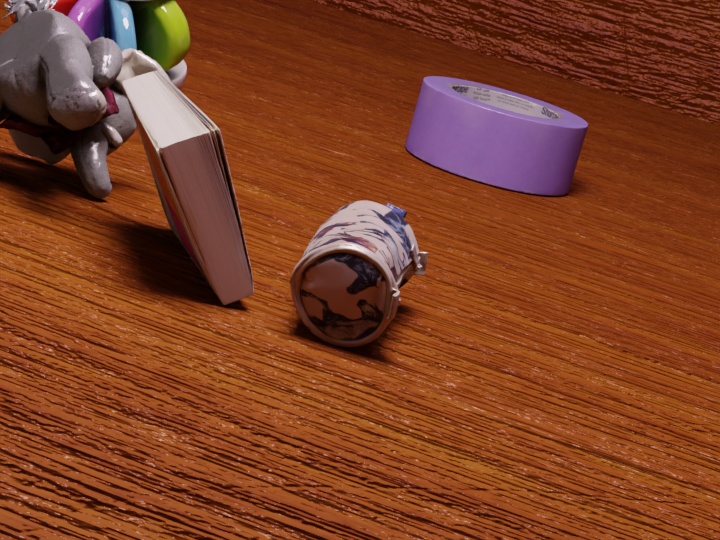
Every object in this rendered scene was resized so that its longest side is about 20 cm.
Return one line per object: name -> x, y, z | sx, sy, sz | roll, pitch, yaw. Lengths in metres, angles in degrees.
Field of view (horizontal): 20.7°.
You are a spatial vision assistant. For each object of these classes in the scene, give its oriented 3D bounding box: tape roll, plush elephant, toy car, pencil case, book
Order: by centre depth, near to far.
pencil case -> 0.000, 0.000, 1.495 | 0.089, 0.078, 0.200 | 2, 12, 6
book -> -0.135, -0.066, 1.513 | 0.048, 0.134, 0.200 | -20, 23, -10
plush elephant -> -0.246, -0.134, 1.658 | 0.155, 0.164, 0.200 | 49, 27, -40
toy car -> -0.280, -0.256, 2.065 | 0.200, 0.175, 0.150 | 22, 40, 25
tape roll -> 0.158, -0.158, 2.288 | 0.200, 0.085, 0.200 | 14, 13, -3
